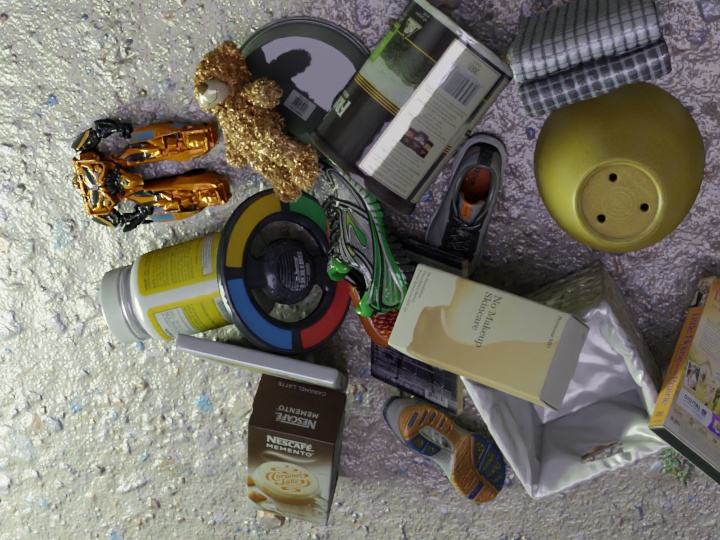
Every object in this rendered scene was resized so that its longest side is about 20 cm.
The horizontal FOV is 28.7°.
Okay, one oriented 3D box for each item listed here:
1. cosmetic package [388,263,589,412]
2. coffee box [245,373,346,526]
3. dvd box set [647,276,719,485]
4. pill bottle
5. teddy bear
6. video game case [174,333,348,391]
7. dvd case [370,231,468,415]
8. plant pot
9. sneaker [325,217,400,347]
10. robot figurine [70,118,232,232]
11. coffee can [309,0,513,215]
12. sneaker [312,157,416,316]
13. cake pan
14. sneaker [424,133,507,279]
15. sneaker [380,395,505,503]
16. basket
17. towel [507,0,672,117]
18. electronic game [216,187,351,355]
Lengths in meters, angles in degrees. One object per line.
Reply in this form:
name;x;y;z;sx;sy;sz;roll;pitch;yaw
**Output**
cosmetic package;0.142;0.073;1.565;0.199;0.071;0.106;17;83;31
coffee box;-0.083;0.230;1.776;0.113;0.080;0.201;11;140;5
dvd box set;0.416;0.130;1.623;0.146;0.201;0.029;36;154;-25
pill bottle;-0.214;0.022;1.741;0.198;0.114;0.115;-14;109;15
teddy bear;-0.124;-0.163;1.614;0.145;0.067;0.201;-1;124;58
video game case;-0.117;0.116;1.732;0.198;0.182;0.023;12;84;5
dvd case;0.070;0.061;1.715;0.148;0.016;0.202;21;121;41
plant pot;0.291;-0.101;1.585;0.198;0.142;0.202;4;112;9
sneaker;0.000;0.000;1.702;0.072;0.077;0.202;-14;82;-17
robot figurine;-0.265;-0.119;1.722;0.198;0.058;0.146;-8;109;12
coffee can;0.059;-0.185;1.568;0.146;0.146;0.201;37;100;-6
sneaker;-0.010;-0.040;1.629;0.085;0.078;0.201;-26;80;-19
cake pan;-0.069;-0.198;1.668;0.198;0.037;0.202;4;112;9
sneaker;0.120;-0.060;1.667;0.073;0.079;0.202;15;115;2
sneaker;0.107;0.220;1.794;0.075;0.088;0.200;-50;120;-8
basket;0.250;0.129;1.675;0.197;0.161;0.201;-26;105;19
towel;0.245;-0.237;1.508;0.164;0.200;0.086;-18;107;14
electronic game;-0.087;0.001;1.678;0.041;0.200;0.201;-10;114;50
